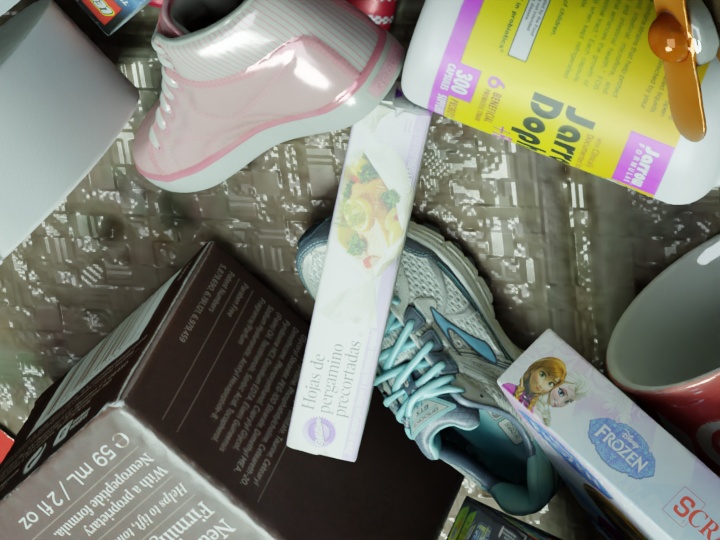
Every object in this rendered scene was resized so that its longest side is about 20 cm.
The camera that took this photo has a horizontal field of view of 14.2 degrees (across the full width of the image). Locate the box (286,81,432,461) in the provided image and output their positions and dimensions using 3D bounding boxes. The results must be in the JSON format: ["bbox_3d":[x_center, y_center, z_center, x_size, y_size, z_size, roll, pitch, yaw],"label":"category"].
[{"bbox_3d":[0.000,0.000,1.483,0.039,0.041,0.200,13,114,3],"label":"box"}]

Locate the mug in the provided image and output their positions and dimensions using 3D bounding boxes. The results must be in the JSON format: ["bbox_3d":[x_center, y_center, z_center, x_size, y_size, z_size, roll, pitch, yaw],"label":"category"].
[{"bbox_3d":[0.229,0.100,1.469,0.133,0.178,0.200,-25,116,26],"label":"mug"}]

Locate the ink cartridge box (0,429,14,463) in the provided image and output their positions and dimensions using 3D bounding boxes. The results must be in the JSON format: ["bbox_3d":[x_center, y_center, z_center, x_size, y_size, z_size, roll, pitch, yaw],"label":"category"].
[{"bbox_3d":[-0.206,0.194,1.741,0.200,0.050,0.161,38,125,-11],"label":"ink cartridge box"}]

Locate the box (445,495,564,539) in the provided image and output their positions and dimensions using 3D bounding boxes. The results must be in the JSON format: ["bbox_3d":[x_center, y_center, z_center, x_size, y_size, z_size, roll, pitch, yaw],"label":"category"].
[{"bbox_3d":[0.110,0.163,1.491,0.110,0.200,0.035,25,89,-7],"label":"box"}]

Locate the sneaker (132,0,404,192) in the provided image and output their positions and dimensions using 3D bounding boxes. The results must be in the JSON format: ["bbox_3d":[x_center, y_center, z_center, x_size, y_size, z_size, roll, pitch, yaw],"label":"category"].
[{"bbox_3d":[-0.075,-0.106,1.457,0.105,0.075,0.200,35,150,-26],"label":"sneaker"}]

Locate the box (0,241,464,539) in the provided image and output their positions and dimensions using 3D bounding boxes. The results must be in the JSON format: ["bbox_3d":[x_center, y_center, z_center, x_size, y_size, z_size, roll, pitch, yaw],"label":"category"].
[{"bbox_3d":[-0.081,0.130,1.586,0.200,0.164,0.166,42,124,-10],"label":"box"}]

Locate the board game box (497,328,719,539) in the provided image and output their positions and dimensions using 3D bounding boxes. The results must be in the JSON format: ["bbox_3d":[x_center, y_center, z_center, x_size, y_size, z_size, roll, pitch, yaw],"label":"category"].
[{"bbox_3d":[0.173,0.141,1.465,0.200,0.041,0.200,42,173,34],"label":"board game box"}]

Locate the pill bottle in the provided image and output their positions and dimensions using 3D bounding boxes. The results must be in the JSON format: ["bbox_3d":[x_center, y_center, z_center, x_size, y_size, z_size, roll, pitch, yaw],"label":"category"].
[{"bbox_3d":[0.128,-0.097,1.412,0.200,0.104,0.104,21,125,4],"label":"pill bottle"}]

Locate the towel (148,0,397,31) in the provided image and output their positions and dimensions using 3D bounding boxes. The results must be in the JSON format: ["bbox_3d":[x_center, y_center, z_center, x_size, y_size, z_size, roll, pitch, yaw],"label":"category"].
[{"bbox_3d":[-0.039,-0.206,1.448,0.144,0.022,0.200,16,125,6],"label":"towel"}]

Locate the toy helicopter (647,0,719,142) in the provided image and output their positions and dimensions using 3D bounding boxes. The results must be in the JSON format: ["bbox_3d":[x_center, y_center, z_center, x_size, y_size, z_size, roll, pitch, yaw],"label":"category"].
[{"bbox_3d":[0.186,-0.084,1.324,0.132,0.200,0.079,4,174,-23],"label":"toy helicopter"}]

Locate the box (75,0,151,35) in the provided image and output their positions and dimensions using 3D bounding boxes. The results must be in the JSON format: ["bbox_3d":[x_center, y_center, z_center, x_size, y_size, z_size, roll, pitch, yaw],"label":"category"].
[{"bbox_3d":[-0.154,-0.220,1.416,0.200,0.040,0.137,49,151,-6],"label":"box"}]

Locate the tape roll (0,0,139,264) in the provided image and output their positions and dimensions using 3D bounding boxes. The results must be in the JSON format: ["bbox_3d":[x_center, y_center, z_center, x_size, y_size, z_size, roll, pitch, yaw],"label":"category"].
[{"bbox_3d":[-0.209,-0.048,1.493,0.202,0.202,0.071,-34,106,32],"label":"tape roll"}]

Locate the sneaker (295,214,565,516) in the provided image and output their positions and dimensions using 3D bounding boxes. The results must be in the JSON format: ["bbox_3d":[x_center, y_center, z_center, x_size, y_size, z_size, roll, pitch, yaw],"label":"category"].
[{"bbox_3d":[0.043,0.050,1.544,0.200,0.086,0.078,42,124,-10],"label":"sneaker"}]

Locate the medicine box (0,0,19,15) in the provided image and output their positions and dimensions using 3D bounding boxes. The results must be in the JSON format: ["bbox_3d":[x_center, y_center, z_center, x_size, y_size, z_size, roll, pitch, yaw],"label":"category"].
[{"bbox_3d":[-0.256,-0.225,1.392,0.200,0.103,0.182,26,144,31],"label":"medicine box"}]
